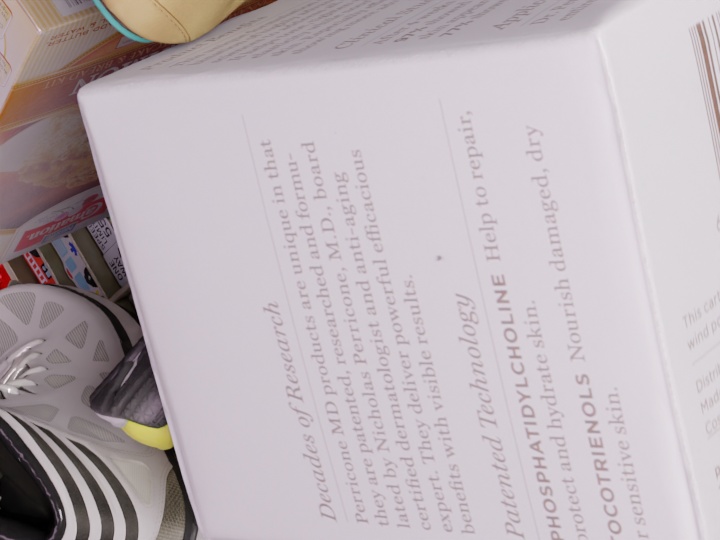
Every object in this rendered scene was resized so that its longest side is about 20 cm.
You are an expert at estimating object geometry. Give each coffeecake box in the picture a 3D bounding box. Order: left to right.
[{"bbox_3d":[-0.121,-0.089,0.838,0.073,0.153,0.200,53,142,12],"label":"coffeecake box"}]

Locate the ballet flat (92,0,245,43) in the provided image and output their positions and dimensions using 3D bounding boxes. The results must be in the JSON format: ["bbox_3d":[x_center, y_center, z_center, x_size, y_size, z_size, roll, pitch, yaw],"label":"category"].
[{"bbox_3d":[-0.032,-0.134,0.705,0.063,0.200,0.069,-37,102,29],"label":"ballet flat"}]

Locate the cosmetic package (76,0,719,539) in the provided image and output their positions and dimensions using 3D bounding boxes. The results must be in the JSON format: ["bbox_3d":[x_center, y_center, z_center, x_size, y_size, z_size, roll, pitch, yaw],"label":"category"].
[{"bbox_3d":[0.050,-0.014,0.651,0.200,0.167,0.167,-1,111,39],"label":"cosmetic package"}]

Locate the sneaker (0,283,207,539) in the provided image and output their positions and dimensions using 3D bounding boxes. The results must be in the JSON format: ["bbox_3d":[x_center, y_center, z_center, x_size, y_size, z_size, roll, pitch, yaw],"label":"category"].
[{"bbox_3d":[-0.136,0.051,0.802,0.076,0.115,0.200,-58,42,10],"label":"sneaker"}]

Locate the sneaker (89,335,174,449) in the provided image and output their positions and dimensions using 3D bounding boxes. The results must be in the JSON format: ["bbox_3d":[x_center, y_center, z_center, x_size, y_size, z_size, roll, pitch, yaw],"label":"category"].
[{"bbox_3d":[-0.035,0.043,0.776,0.090,0.200,0.078,46,103,5],"label":"sneaker"}]

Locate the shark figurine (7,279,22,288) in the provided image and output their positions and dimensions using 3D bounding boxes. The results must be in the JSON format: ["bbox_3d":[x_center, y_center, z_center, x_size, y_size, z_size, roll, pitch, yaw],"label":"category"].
[{"bbox_3d":[-0.192,0.046,0.955,0.215,0.128,0.090,53,159,32],"label":"shark figurine"}]

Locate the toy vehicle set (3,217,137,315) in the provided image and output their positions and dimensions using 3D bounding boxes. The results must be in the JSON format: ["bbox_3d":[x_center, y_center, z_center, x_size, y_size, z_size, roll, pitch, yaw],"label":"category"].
[{"bbox_3d":[-0.138,-0.012,1.006,0.200,0.026,0.124,59,142,6],"label":"toy vehicle set"}]
